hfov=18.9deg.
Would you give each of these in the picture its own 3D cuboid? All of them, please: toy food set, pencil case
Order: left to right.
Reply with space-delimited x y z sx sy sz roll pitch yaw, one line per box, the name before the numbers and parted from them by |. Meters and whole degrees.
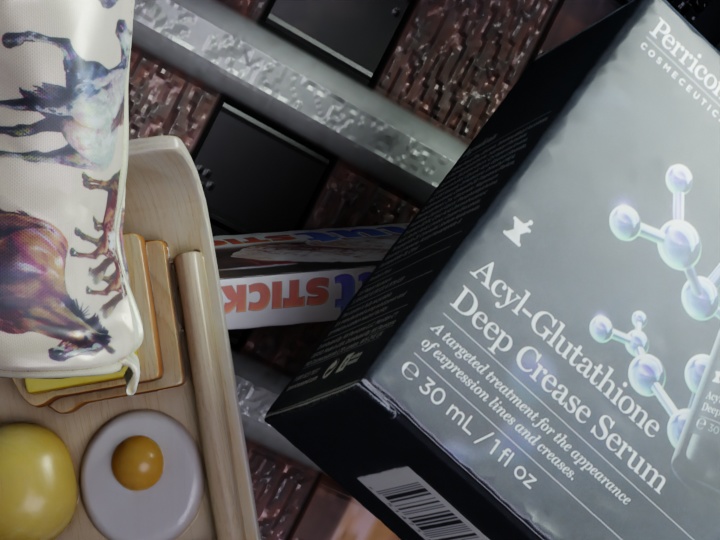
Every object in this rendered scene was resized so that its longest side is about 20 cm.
pencil case | -0.111 -0.059 0.737 0.089 0.078 0.201 1 90 5
toy food set | -0.118 0.059 0.793 0.143 0.060 0.201 -10 84 8

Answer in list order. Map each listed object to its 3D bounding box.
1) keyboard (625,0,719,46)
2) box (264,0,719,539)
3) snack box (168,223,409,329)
keyboard | 0.203 -0.174 0.977 0.200 0.040 0.104 -49 118 -7
box | 0.089 0.023 0.831 0.148 0.107 0.200 41 67 -10
snack box | 0.000 0.000 0.898 0.199 0.072 0.024 -5 104 -26
